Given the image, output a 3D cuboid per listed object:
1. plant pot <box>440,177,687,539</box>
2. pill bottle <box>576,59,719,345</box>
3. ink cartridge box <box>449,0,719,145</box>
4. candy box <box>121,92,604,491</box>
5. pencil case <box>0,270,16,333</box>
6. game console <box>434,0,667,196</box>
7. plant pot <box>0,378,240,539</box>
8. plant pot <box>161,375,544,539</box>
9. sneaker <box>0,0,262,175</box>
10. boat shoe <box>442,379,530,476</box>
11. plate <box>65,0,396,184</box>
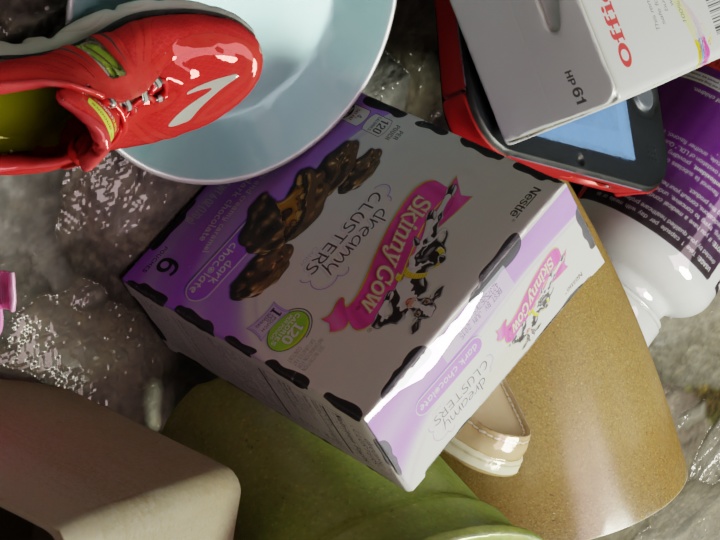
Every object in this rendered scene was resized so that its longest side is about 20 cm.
[{"bbox_3d":[0.093,0.043,1.356,0.186,0.186,0.201,-22,107,-38],"label":"plant pot"},{"bbox_3d":[0.209,-0.049,1.457,0.200,0.112,0.112,-54,139,-10],"label":"pill bottle"},{"bbox_3d":[0.135,-0.170,1.261,0.200,0.084,0.145,-26,95,-52],"label":"ink cartridge box"},{"bbox_3d":[0.000,0.000,1.194,0.168,0.200,0.072,-48,137,-17],"label":"candy box"},{"bbox_3d":[-0.260,0.029,1.019,0.200,0.094,0.091,-26,128,-34],"label":"pencil case"},{"bbox_3d":[0.112,-0.139,1.306,0.200,0.031,0.178,11,72,-49],"label":"game console"},{"bbox_3d":[-0.172,0.159,1.120,0.177,0.199,0.201,-19,125,-53],"label":"plant pot"},{"bbox_3d":[-0.019,0.146,1.242,0.200,0.184,0.201,-22,143,-17],"label":"plant pot"},{"bbox_3d":[-0.131,-0.077,1.079,0.199,0.085,0.077,-15,122,-26],"label":"sneaker"},{"bbox_3d":[0.040,0.028,1.247,0.074,0.200,0.069,9,125,-45],"label":"boat shoe"},{"bbox_3d":[-0.068,-0.143,1.162,0.200,0.026,0.201,-16,120,-28],"label":"plate"}]
